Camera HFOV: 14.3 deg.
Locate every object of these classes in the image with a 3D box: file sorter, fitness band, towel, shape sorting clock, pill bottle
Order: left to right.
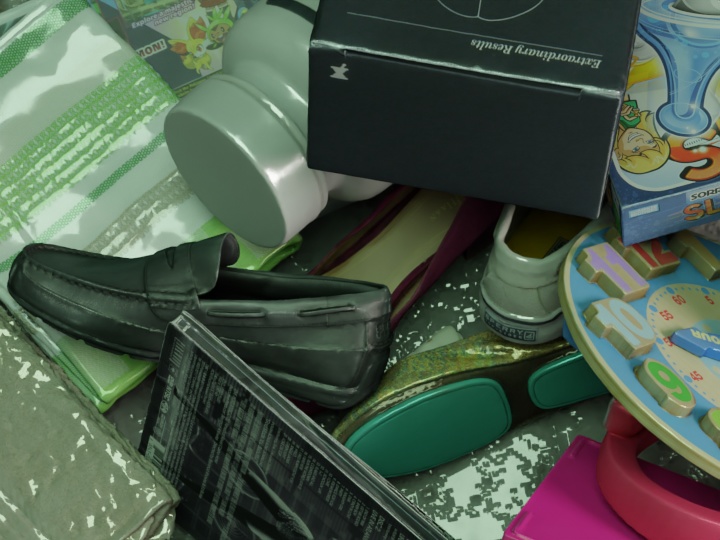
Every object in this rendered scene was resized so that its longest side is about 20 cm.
[{"bbox_3d":[-0.196,0.101,1.495,0.133,0.034,0.200,-45,72,3],"label":"towel"},{"bbox_3d":[-0.148,-0.042,1.535,0.149,0.031,0.200,-41,73,-8],"label":"towel"},{"bbox_3d":[-0.002,-0.107,1.502,0.120,0.120,0.200,41,66,16],"label":"pill bottle"},{"bbox_3d":[0.162,0.191,1.383,0.199,0.139,0.126,21,112,12],"label":"file sorter"},{"bbox_3d":[0.186,0.043,1.404,0.200,0.200,0.039,37,120,15],"label":"shape sorting clock"},{"bbox_3d":[0.197,0.097,1.415,0.143,0.200,0.038,30,118,21],"label":"fitness band"}]

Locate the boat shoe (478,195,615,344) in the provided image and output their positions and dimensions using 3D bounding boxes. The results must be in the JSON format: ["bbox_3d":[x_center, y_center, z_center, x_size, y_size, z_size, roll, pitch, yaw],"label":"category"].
[{"bbox_3d":[0.117,-0.052,1.488,0.071,0.070,0.200,23,50,18],"label":"boat shoe"}]

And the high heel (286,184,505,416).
[{"bbox_3d":[0.000,0.000,1.495,0.200,0.096,0.067,-43,69,-11],"label":"high heel"}]

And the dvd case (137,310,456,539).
[{"bbox_3d":[-0.030,0.126,1.431,0.200,0.149,0.016,40,55,16],"label":"dvd case"}]

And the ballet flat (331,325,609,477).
[{"bbox_3d":[0.073,0.049,1.496,0.199,0.071,0.071,-20,70,-2],"label":"ballet flat"}]

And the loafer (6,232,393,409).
[{"bbox_3d":[-0.080,0.012,1.459,0.199,0.068,0.071,14,110,6],"label":"loafer"}]

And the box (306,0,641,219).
[{"bbox_3d":[0.064,-0.145,1.394,0.148,0.107,0.201,11,58,4],"label":"box"}]

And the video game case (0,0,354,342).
[{"bbox_3d":[-0.124,-0.079,1.574,0.199,0.023,0.183,-24,71,-3],"label":"video game case"}]

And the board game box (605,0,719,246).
[{"bbox_3d":[0.207,-0.098,1.440,0.199,0.035,0.136,-16,55,-2],"label":"board game box"}]
